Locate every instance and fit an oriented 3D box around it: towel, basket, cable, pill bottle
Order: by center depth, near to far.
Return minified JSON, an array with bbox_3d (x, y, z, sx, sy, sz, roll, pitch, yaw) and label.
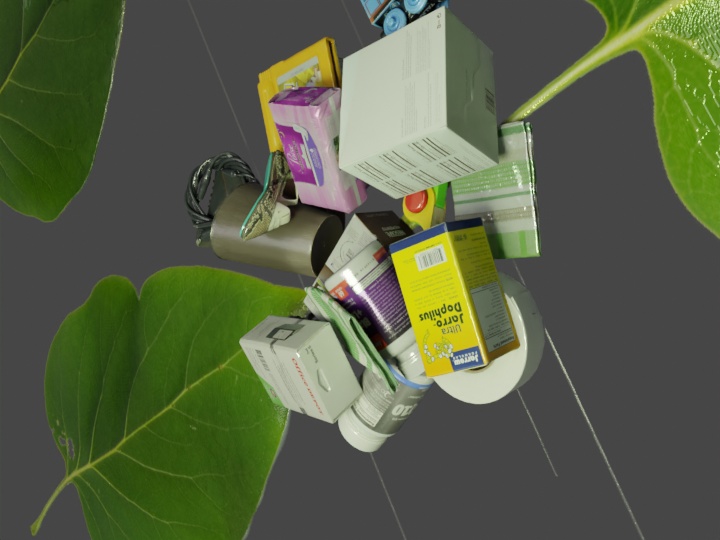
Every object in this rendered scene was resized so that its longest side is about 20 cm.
[{"bbox_3d":[0.043,0.065,1.077,0.111,0.111,0.201,-37,92,36],"label":"pill bottle"},{"bbox_3d":[0.210,-0.119,1.079,0.147,0.030,0.206,-2,97,42],"label":"towel"},{"bbox_3d":[-0.017,0.102,1.091,0.154,0.023,0.200,58,170,-24],"label":"towel"},{"bbox_3d":[0.045,0.214,1.203,0.114,0.113,0.202,46,122,24],"label":"pill bottle"},{"bbox_3d":[-0.140,-0.068,1.256,0.196,0.180,0.139,16,127,25],"label":"basket"},{"bbox_3d":[-0.272,-0.153,1.385,0.197,0.050,0.167,-19,75,33],"label":"cable"}]

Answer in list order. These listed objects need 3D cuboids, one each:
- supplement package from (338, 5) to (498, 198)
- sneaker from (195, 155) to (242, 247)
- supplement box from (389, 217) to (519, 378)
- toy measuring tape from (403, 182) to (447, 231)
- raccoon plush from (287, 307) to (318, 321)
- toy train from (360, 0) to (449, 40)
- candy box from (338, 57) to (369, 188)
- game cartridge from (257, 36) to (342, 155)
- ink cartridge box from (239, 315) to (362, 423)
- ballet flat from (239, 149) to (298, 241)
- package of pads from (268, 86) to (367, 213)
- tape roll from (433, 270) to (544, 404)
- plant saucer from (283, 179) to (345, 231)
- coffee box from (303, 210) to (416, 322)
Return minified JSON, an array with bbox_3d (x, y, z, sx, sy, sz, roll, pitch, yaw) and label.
[{"bbox_3d":[0.087,-0.243,1.047,0.197,0.146,0.196,-13,66,39],"label":"supplement package"},{"bbox_3d":[-0.293,-0.143,1.465,0.199,0.074,0.108,-42,66,26],"label":"sneaker"},{"bbox_3d":[0.137,0.038,1.013,0.108,0.108,0.205,-20,84,39],"label":"supplement box"},{"bbox_3d":[0.098,-0.070,1.131,0.072,0.073,0.206,5,84,38],"label":"toy measuring tape"},{"bbox_3d":[-0.075,0.155,1.335,0.131,0.097,0.204,-7,118,28],"label":"raccoon plush"},{"bbox_3d":[0.091,-0.448,1.090,0.199,0.086,0.116,-40,66,36],"label":"toy train"},{"bbox_3d":[-0.026,-0.252,1.228,0.136,0.060,0.203,-41,71,36],"label":"candy box"},{"bbox_3d":[-0.103,-0.290,1.227,0.197,0.032,0.181,-12,90,42],"label":"game cartridge"},{"bbox_3d":[-0.105,0.166,1.198,0.198,0.084,0.148,2,123,52],"label":"ink cartridge box"},{"bbox_3d":[-0.144,-0.124,1.183,0.074,0.203,0.068,20,141,-8],"label":"ballet flat"},{"bbox_3d":[-0.068,-0.198,1.138,0.119,0.076,0.203,13,135,37],"label":"package of pads"},{"bbox_3d":[0.189,0.102,1.096,0.199,0.070,0.208,7,100,39],"label":"tape roll"},{"bbox_3d":[-0.113,-0.104,1.340,0.197,0.034,0.206,6,100,39],"label":"plant saucer"},{"bbox_3d":[0.000,0.000,1.209,0.080,0.113,0.202,46,123,23],"label":"coffee box"}]
